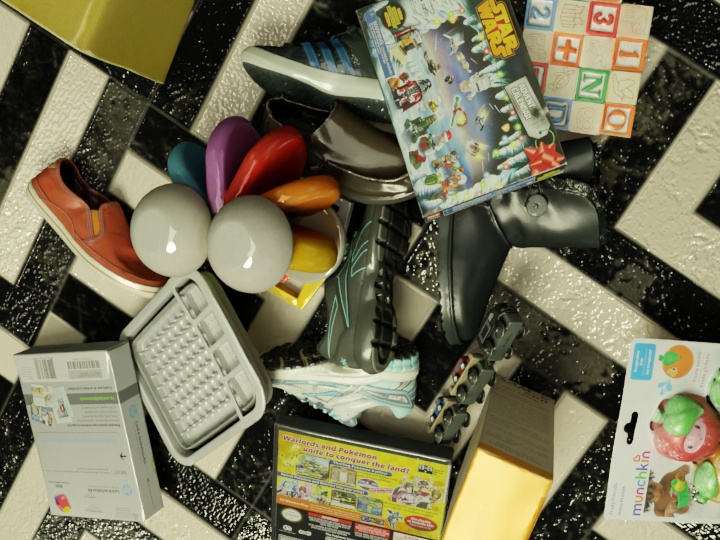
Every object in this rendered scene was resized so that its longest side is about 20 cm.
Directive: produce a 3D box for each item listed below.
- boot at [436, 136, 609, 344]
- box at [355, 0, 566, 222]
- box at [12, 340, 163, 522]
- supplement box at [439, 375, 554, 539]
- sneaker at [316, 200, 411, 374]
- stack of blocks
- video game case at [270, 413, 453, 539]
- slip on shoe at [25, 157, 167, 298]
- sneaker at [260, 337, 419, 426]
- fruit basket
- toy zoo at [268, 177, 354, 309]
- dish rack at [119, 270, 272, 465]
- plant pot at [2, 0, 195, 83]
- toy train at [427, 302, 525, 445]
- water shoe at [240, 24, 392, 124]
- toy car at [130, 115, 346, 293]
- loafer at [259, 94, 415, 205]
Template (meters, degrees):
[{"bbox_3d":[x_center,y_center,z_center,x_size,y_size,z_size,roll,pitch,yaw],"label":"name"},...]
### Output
[{"bbox_3d":[0.160,-0.026,0.764,0.164,0.076,0.206,0,95,15],"label":"boot"},{"bbox_3d":[0.089,-0.163,0.700,0.134,0.040,0.204,-19,83,8],"label":"box"},{"bbox_3d":[-0.318,0.188,0.905,0.153,0.041,0.205,-6,99,27],"label":"box"},{"bbox_3d":[0.135,0.200,0.750,0.072,0.200,0.129,20,105,10],"label":"supplement box"},{"bbox_3d":[0.000,0.000,0.788,0.078,0.075,0.205,3,77,31],"label":"sneaker"},{"bbox_3d":[0.210,-0.234,0.723,0.112,0.059,0.205,8,102,10],"label":"stack of blocks"},{"bbox_3d":[-0.003,0.259,0.862,0.195,0.026,0.185,9,115,10],"label":"video game case"},{"bbox_3d":[-0.284,-0.045,0.857,0.200,0.074,0.061,45,103,5],"label":"slip on shoe"},{"bbox_3d":[-0.033,0.128,0.836,0.195,0.078,0.089,-2,104,12],"label":"sneaker"},{"bbox_3d":[0.343,0.162,0.744,0.195,0.094,0.190,3,102,-10],"label":"fruit basket"},{"bbox_3d":[-0.093,-0.048,0.841,0.197,0.020,0.133,29,105,5],"label":"toy zoo"},{"bbox_3d":[-0.176,0.103,0.838,0.199,0.043,0.174,-37,80,39],"label":"dish rack"},{"bbox_3d":[-0.253,-0.329,0.736,0.192,0.195,0.202,32,99,3],"label":"plant pot"},{"bbox_3d":[0.112,0.109,0.789,0.033,0.046,0.202,4,131,-22],"label":"toy train"},{"bbox_3d":[-0.023,-0.206,0.783,0.196,0.072,0.081,17,76,9],"label":"water shoe"},{"bbox_3d":[-0.108,-0.067,0.731,0.196,0.174,0.154,10,98,21],"label":"toy car"},{"bbox_3d":[-0.020,-0.122,0.760,0.196,0.074,0.072,14,145,19],"label":"loafer"}]
